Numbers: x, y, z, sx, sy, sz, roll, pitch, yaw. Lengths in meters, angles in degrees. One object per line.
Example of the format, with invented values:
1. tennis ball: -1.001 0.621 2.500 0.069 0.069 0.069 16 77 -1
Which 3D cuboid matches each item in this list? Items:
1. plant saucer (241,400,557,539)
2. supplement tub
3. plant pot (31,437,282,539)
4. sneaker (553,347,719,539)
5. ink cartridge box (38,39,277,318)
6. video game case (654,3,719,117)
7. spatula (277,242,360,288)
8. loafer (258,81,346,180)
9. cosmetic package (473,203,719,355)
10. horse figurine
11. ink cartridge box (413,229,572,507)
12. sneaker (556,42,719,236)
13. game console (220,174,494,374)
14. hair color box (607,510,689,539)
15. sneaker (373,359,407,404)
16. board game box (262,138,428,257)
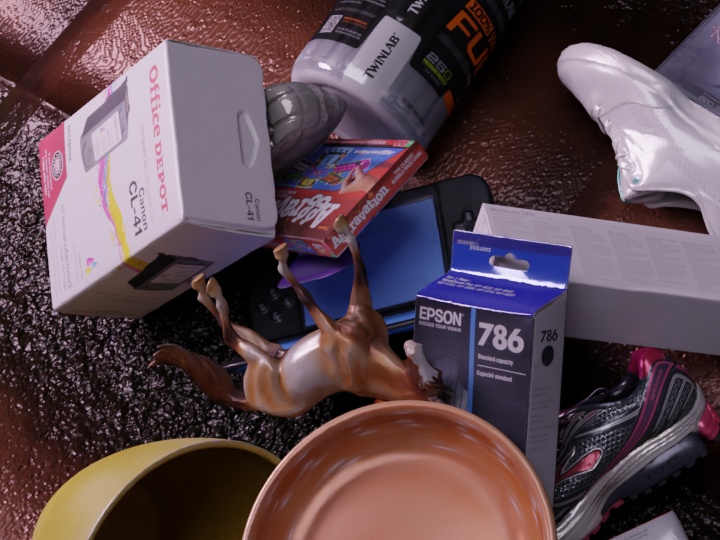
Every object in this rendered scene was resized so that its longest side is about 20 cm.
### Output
1. plant saucer: 0.024 0.178 1.041 0.200 0.037 0.201 -8 64 16
2. supplement tub: 0.046 -0.194 1.345 0.122 0.123 0.200 26 74 28
3. plant pot: -0.144 0.200 1.170 0.142 0.200 0.200 11 63 51
4. sneaker: 0.139 0.130 1.147 0.200 0.081 0.075 -37 99 -2
5. ink cartridge box: -0.156 -0.063 1.288 0.200 0.085 0.148 -30 61 48
6. video game case: 0.338 -0.176 1.303 0.200 0.019 0.143 -45 59 -10
7. spatula: -0.023 -0.045 1.299 0.056 0.021 0.200 -14 33 16
8. loafer: -0.087 -0.091 1.334 0.200 0.070 0.070 -21 80 48
9. cosmetic package: 0.177 0.009 1.167 0.199 0.051 0.083 8 37 -12
10. horse figurine: -0.042 0.049 1.129 0.200 0.133 0.050 -22 13 34
11. ink cartridge box: 0.078 0.078 1.091 0.099 0.039 0.201 8 97 42
12. sneaker: 0.209 -0.093 1.272 0.200 0.075 0.089 38 90 29
13. game console: 0.000 0.000 1.256 0.200 0.118 0.171 -14 60 10
14. hair color box: 0.198 0.264 1.081 0.101 0.061 0.200 -25 57 4
15. sneaker: 0.003 0.149 1.150 0.073 0.077 0.200 -2 63 50
16. board game box: -0.037 -0.058 1.288 0.103 0.019 0.200 -49 25 -17
